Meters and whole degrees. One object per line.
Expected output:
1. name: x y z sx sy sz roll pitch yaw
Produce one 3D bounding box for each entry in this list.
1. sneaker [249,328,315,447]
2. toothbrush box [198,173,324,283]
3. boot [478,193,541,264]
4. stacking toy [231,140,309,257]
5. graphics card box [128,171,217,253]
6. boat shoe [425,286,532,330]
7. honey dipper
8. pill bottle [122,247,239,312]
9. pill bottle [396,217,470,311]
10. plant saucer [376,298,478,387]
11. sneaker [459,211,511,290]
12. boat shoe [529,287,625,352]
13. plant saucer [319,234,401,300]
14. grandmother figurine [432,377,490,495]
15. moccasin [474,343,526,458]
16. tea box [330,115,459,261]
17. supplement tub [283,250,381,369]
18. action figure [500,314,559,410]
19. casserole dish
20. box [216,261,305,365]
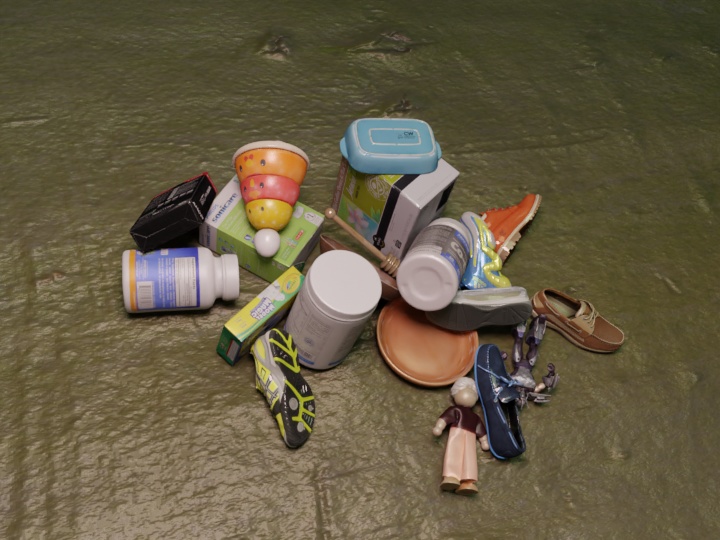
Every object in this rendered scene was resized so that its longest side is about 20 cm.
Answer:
1. sneaker: -0.136 0.205 1.249 0.075 0.076 0.202 4 67 -51
2. toothbrush box: -0.191 -0.080 1.403 0.199 0.086 0.146 28 55 5
3. boot: 0.313 -0.113 1.550 0.107 0.075 0.200 33 58 15
4. stacking toy: -0.164 -0.122 1.326 0.144 0.146 0.202 2 71 -11
5. graphics card box: -0.337 -0.111 1.323 0.124 0.051 0.200 -24 21 6
6. boat shoe: 0.220 0.064 1.364 0.199 0.075 0.065 -5 40 1
7. honey dipper: 0.008 -0.055 1.424 0.199 0.038 0.038 39 55 -10
8. pill bottle: -0.320 0.015 1.297 0.198 0.112 0.113 -3 58 -15
9. pill bottle: 0.143 -0.018 1.346 0.113 0.115 0.200 26 31 5
10. plant saucer: 0.124 0.130 1.369 0.198 0.038 0.202 6 57 -10
11. sneaker: 0.225 -0.017 1.450 0.104 0.076 0.202 -20 77 -17
12. boat shoe: 0.432 0.097 1.437 0.198 0.074 0.076 24 56 3
13. plant saucer: 0.000 0.000 1.359 0.199 0.200 0.035 33 95 9
14. grandmother figurine: 0.182 0.284 1.266 0.121 0.060 0.202 30 52 -32
15. moccasin: 0.258 0.227 1.283 0.080 0.068 0.202 -6 81 -42
16. tea box: 0.062 -0.156 1.441 0.196 0.201 0.133 40 58 16
17. supplement tub: -0.052 0.073 1.259 0.131 0.201 0.133 11 52 -15
18. action figure: 0.309 0.169 1.368 0.129 0.070 0.202 18 58 -7
19. casserole dish: 0.061 -0.238 1.350 0.198 0.039 0.122 -1 58 -14
20. box: -0.166 0.073 1.291 0.048 0.118 0.200 41 58 6
